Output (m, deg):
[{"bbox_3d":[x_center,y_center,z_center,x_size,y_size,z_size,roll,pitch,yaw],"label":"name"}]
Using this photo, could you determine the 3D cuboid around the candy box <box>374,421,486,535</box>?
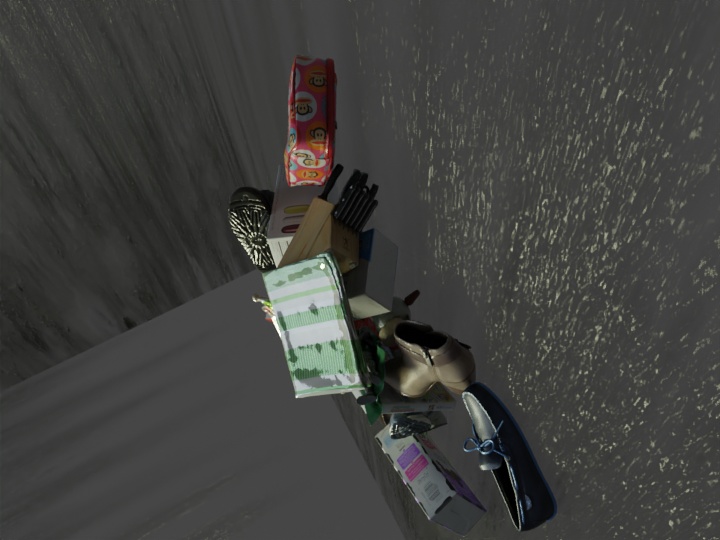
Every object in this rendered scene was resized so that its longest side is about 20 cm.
[{"bbox_3d":[0.137,0.400,1.111,0.200,0.071,0.168,48,-179,44],"label":"candy box"}]

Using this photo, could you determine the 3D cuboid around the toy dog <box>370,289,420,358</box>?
[{"bbox_3d":[0.074,0.089,0.976,0.134,0.095,0.200,58,180,13],"label":"toy dog"}]

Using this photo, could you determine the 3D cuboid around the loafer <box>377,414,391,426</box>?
[{"bbox_3d":[0.065,0.286,1.223,0.071,0.072,0.203,38,155,55],"label":"loafer"}]

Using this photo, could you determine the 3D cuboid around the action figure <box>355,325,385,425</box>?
[{"bbox_3d":[0.006,0.145,0.931,0.200,0.053,0.121,-109,32,-72],"label":"action figure"}]

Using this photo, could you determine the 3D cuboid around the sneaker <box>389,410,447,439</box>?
[{"bbox_3d":[0.093,0.257,1.044,0.199,0.076,0.088,27,-140,-64],"label":"sneaker"}]

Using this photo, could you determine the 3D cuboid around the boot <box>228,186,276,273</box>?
[{"bbox_3d":[-0.191,-0.114,1.100,0.214,0.077,0.161,79,-171,-47],"label":"boot"}]

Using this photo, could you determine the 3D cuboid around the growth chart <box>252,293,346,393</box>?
[{"bbox_3d":[-0.095,0.126,0.953,0.142,0.018,0.203,14,138,33],"label":"growth chart"}]

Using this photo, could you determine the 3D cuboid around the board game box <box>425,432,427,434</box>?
[{"bbox_3d":[0.104,0.249,1.224,0.095,0.029,0.205,-148,39,-69],"label":"board game box"}]

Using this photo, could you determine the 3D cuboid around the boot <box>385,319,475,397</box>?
[{"bbox_3d":[0.086,0.130,0.855,0.196,0.071,0.147,1,141,37],"label":"boot"}]

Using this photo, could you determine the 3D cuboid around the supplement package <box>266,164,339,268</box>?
[{"bbox_3d":[-0.098,-0.083,1.081,0.158,0.108,0.203,80,-172,-48],"label":"supplement package"}]

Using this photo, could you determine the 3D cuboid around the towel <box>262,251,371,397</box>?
[{"bbox_3d":[-0.070,0.086,0.847,0.150,0.023,0.205,-15,92,35],"label":"towel"}]

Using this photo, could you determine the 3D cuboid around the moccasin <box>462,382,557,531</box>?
[{"bbox_3d":[0.193,0.253,0.771,0.203,0.067,0.081,60,163,16],"label":"moccasin"}]

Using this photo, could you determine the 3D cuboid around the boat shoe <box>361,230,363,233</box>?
[{"bbox_3d":[-0.001,0.000,1.045,0.066,0.071,0.203,50,-159,-31],"label":"boat shoe"}]

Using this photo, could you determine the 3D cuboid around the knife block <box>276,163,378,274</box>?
[{"bbox_3d":[-0.057,-0.073,0.912,0.063,0.198,0.179,30,-136,-35],"label":"knife block"}]

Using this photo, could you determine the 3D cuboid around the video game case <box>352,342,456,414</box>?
[{"bbox_3d":[0.050,0.189,1.026,0.200,0.178,0.023,45,125,56],"label":"video game case"}]

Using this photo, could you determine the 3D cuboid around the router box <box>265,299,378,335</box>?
[{"bbox_3d":[-0.064,0.102,1.149,0.197,0.050,0.178,-5,156,44],"label":"router box"}]

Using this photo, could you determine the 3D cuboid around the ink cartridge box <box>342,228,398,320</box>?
[{"bbox_3d":[-0.035,0.021,0.934,0.066,0.197,0.119,31,-125,-37],"label":"ink cartridge box"}]

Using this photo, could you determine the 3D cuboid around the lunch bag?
[{"bbox_3d":[-0.083,-0.243,0.905,0.200,0.080,0.181,131,138,-76],"label":"lunch bag"}]
